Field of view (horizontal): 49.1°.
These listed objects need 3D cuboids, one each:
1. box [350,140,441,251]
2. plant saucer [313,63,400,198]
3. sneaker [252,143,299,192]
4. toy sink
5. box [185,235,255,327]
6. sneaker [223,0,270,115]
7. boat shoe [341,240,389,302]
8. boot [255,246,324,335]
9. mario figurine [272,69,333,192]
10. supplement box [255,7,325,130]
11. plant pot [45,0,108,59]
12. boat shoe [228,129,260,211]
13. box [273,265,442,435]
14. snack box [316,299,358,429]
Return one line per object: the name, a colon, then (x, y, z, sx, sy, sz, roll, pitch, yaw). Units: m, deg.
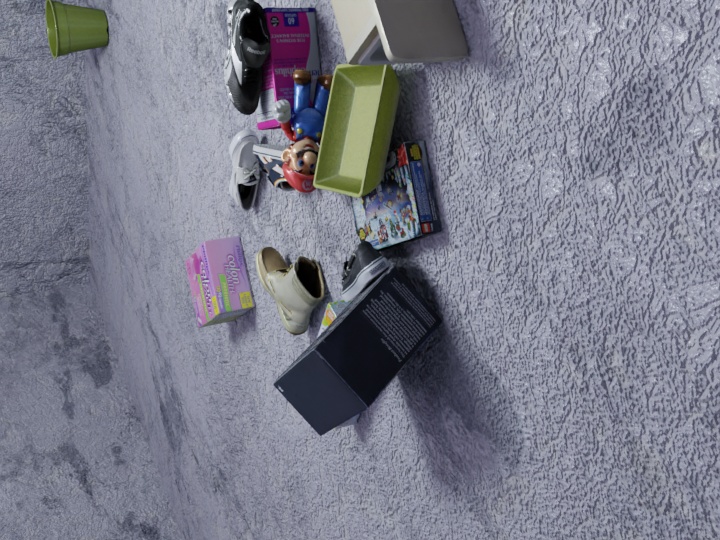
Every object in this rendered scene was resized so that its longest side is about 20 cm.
box: (0.047, -0.108, 1.236, 0.199, 0.039, 0.140, -17, 83, 62)
plant saucer: (-0.001, -0.219, 1.231, 0.199, 0.047, 0.205, 23, 104, 64)
sneaker: (-0.155, -0.201, 1.541, 0.199, 0.077, 0.081, 27, 116, 55)
toy sink: (0.044, -0.350, 1.072, 0.112, 0.128, 0.204, -36, 68, 59)
box: (-0.354, 0.032, 1.967, 0.199, 0.095, 0.180, -27, 75, 60)
sneaker: (-0.193, -0.369, 1.360, 0.090, 0.065, 0.205, 29, 122, 55)
boat shoe: (0.000, 0.000, 1.293, 0.057, 0.068, 0.200, 54, 161, 4)
boot: (-0.141, 0.009, 1.590, 0.203, 0.071, 0.155, 62, 148, 20)
mario figurine: (-0.083, -0.235, 1.350, 0.121, 0.106, 0.205, 9, 96, 20)
supplement box: (-0.136, -0.363, 1.430, 0.103, 0.099, 0.205, 9, 108, 58)
plant pot: (-0.994, -0.852, 2.776, 0.199, 0.186, 0.205, 27, 122, 55)
boat shoe: (-0.249, -0.214, 1.723, 0.066, 0.071, 0.202, 55, 144, 30)
box: (-0.007, 0.130, 1.220, 0.123, 0.198, 0.200, 47, 148, 0)
snack box: (-0.034, 0.175, 1.463, 0.143, 0.052, 0.202, 58, 144, 34)
